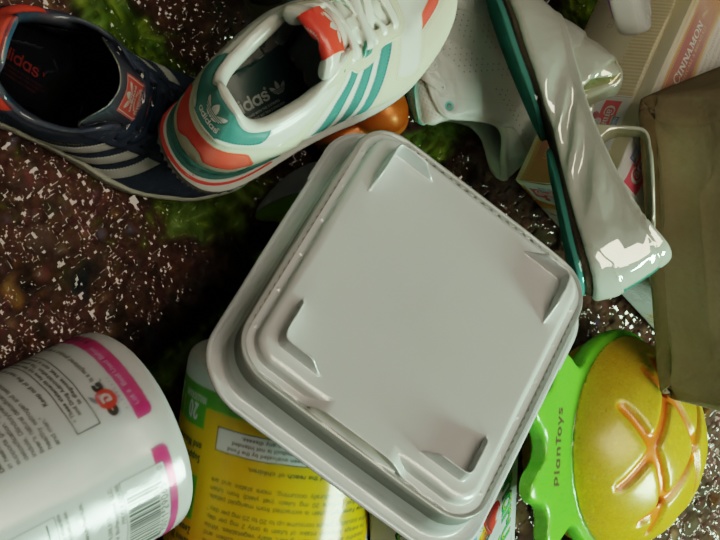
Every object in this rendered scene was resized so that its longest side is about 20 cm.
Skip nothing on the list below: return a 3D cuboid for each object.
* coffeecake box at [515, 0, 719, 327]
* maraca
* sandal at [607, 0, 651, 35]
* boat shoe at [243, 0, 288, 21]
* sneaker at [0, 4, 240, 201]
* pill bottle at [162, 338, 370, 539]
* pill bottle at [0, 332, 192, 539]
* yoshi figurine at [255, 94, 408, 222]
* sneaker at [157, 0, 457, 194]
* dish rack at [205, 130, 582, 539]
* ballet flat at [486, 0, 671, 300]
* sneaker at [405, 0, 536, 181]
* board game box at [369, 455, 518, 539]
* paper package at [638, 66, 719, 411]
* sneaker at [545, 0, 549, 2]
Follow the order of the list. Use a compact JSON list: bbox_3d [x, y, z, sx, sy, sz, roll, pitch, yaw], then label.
[{"bbox_3d":[0.199,-0.065,1.334,0.200,0.073,0.154,43,67,-43],"label":"coffeecake box"},{"bbox_3d":[0.143,0.104,1.285,0.199,0.106,0.139,5,84,-59],"label":"maraca"},{"bbox_3d":[0.142,-0.216,1.280,0.204,0.049,0.083,-85,164,-50],"label":"sandal"},{"bbox_3d":[-0.043,-0.221,1.209,0.068,0.075,0.202,-18,98,-26],"label":"boat shoe"},{"bbox_3d":[-0.126,-0.087,1.145,0.199,0.084,0.076,16,80,-32],"label":"sneaker"},{"bbox_3d":[-0.051,0.144,1.161,0.110,0.111,0.202,2,102,-33],"label":"pill bottle"},{"bbox_3d":[-0.194,0.119,1.079,0.199,0.113,0.114,-26,102,-31],"label":"pill bottle"},{"bbox_3d":[0.015,0.000,1.225,0.112,0.111,0.202,0,91,-39],"label":"yoshi figurine"},{"bbox_3d":[-0.013,-0.114,1.123,0.199,0.093,0.071,-35,88,-26],"label":"sneaker"},{"bbox_3d":[0.029,0.026,1.106,0.171,0.044,0.201,37,52,-8],"label":"dish rack"},{"bbox_3d":[0.126,-0.081,1.210,0.069,0.069,0.202,-4,69,-33],"label":"ballet flat"},{"bbox_3d":[0.045,-0.132,1.269,0.200,0.075,0.089,40,74,-28],"label":"sneaker"},{"bbox_3d":[0.048,0.131,1.203,0.126,0.034,0.201,-53,153,-39],"label":"board game box"},{"bbox_3d":[0.261,-0.035,1.272,0.199,0.103,0.193,-21,110,-45],"label":"paper package"},{"bbox_3d":[0.090,-0.254,1.292,0.077,0.082,0.202,-16,97,-32],"label":"sneaker"}]
